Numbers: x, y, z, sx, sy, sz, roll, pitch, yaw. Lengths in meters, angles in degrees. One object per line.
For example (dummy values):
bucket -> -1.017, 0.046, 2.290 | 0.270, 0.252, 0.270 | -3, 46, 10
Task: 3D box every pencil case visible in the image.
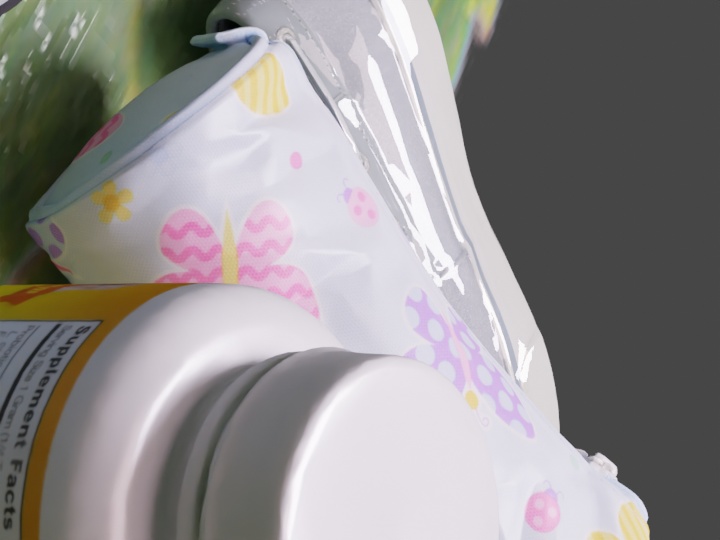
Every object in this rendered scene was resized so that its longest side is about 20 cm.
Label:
pencil case -> -0.004, 0.031, 0.805 | 0.091, 0.083, 0.200 | -39, 101, -1

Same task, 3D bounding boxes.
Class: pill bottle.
pill bottle -> -0.069, 0.058, 0.676 | 0.109, 0.199, 0.110 | 0, 89, -51

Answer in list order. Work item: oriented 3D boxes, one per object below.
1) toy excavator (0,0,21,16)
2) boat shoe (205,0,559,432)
toy excavator -> -0.171, -0.046, 0.625 | 0.201, 0.100, 0.194 | -55, 170, 3
boat shoe -> 0.000, 0.000, 0.877 | 0.071, 0.070, 0.202 | -29, 110, -33
